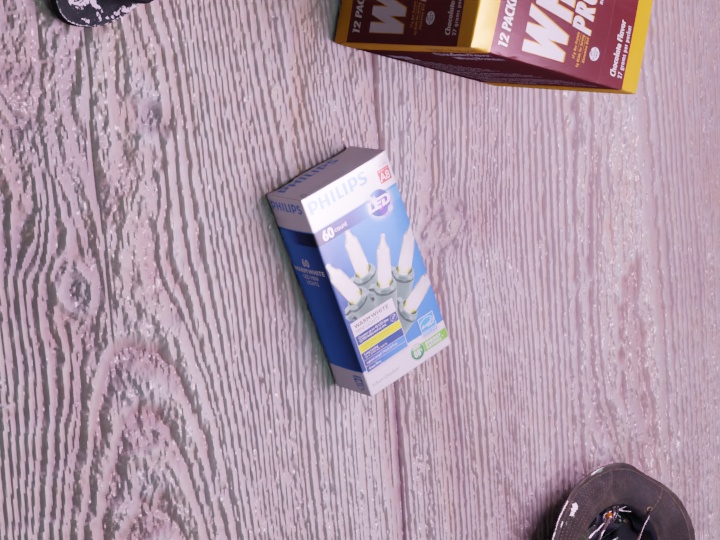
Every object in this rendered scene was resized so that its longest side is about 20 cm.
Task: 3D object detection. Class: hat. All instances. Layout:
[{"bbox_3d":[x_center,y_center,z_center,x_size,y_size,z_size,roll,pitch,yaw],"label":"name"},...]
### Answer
[{"bbox_3d":[0.251,0.295,1.769,0.200,0.081,0.202,0,90,-34],"label":"hat"}]

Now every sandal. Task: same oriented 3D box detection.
[{"bbox_3d":[-0.164,-0.257,1.376,0.200,0.048,0.076,-32,115,-30],"label":"sandal"}]

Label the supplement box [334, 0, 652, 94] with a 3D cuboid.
[{"bbox_3d":[0.120,-0.243,1.502,0.199,0.197,0.134,9,92,-37],"label":"supplement box"}]

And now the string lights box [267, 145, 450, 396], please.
[{"bbox_3d":[0.000,0.000,1.538,0.103,0.059,0.201,-32,116,-28],"label":"string lights box"}]
